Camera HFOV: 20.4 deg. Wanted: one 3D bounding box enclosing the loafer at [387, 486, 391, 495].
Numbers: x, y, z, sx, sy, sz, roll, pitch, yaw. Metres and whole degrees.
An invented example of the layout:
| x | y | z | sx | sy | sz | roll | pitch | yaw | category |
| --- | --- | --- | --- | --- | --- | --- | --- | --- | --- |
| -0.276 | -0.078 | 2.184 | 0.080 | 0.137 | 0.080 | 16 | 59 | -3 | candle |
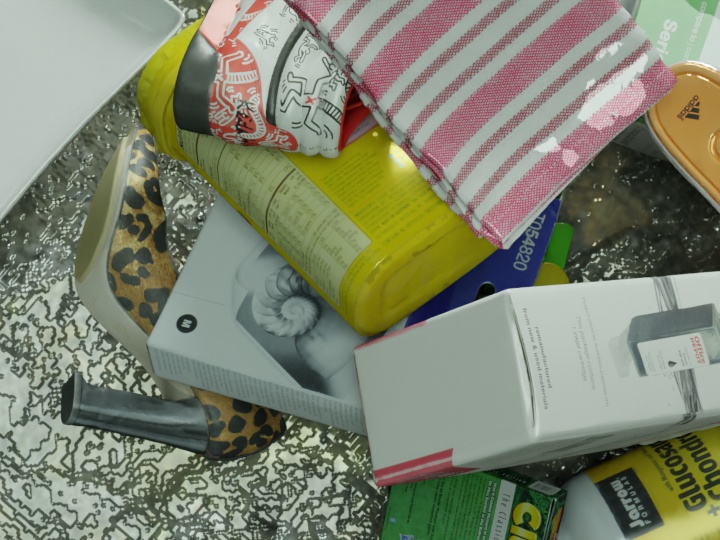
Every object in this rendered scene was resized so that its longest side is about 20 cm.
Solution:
| x | y | z | sx | sy | sz | roll | pitch | yaw | category |
| --- | --- | --- | --- | --- | --- | --- | --- | --- | --- |
| 0.045 | 0.170 | 1.225 | 0.072 | 0.063 | 0.201 | 14 | 101 | 23 | loafer |

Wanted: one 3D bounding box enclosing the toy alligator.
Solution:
| x | y | z | sx | sy | sz | roll | pitch | yaw | category |
| --- | --- | --- | --- | --- | --- | --- | --- | --- | --- |
| 0.101 | 0.008 | 1.244 | 0.054 | 0.059 | 0.201 | 8 | 72 | 0 | toy alligator |

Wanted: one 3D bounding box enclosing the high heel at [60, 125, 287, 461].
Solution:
| x | y | z | sx | sy | sz | roll | pitch | yaw | category |
| --- | --- | --- | --- | --- | --- | --- | --- | --- | --- |
| -0.105 | 0.016 | 1.248 | 0.142 | 0.071 | 0.201 | 14 | 71 | -22 | high heel |

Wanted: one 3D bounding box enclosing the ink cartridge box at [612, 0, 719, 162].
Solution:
| x | y | z | sx | sy | sz | roll | pitch | yaw | category |
| --- | --- | --- | --- | --- | --- | --- | --- | --- | --- |
| 0.245 | -0.103 | 1.217 | 0.199 | 0.145 | 0.088 | 18 | 85 | 0 | ink cartridge box |

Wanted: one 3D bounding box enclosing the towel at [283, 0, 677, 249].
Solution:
| x | y | z | sx | sy | sz | roll | pitch | yaw | category |
| --- | --- | --- | --- | --- | --- | --- | --- | --- | --- |
| 0.064 | -0.129 | 1.068 | 0.146 | 0.030 | 0.200 | -43 | 108 | -8 | towel |

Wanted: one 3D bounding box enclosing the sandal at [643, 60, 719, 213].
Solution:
| x | y | z | sx | sy | sz | roll | pitch | yaw | category |
| --- | --- | --- | --- | --- | --- | --- | --- | --- | --- |
| 0.229 | -0.040 | 1.089 | 0.207 | 0.059 | 0.079 | 41 | 102 | 18 | sandal |

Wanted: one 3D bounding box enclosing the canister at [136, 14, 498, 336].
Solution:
| x | y | z | sx | sy | sz | roll | pitch | yaw | category |
| --- | --- | --- | --- | --- | --- | --- | --- | --- | --- |
| -0.013 | -0.073 | 1.167 | 0.148 | 0.087 | 0.200 | -35 | 62 | -20 | canister |

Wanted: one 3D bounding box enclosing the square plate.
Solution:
| x | y | z | sx | sy | sz | roll | pitch | yaw | category |
| --- | --- | --- | --- | --- | --- | --- | --- | --- | --- |
| -0.226 | -0.123 | 1.223 | 0.198 | 0.028 | 0.200 | -47 | 56 | -5 | square plate |

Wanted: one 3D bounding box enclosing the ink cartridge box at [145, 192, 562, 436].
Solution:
| x | y | z | sx | sy | sz | roll | pitch | yaw | category |
| --- | --- | --- | --- | --- | --- | --- | --- | --- | --- |
| 0.000 | 0.000 | 1.194 | 0.199 | 0.041 | 0.200 | 15 | 59 | 12 | ink cartridge box |

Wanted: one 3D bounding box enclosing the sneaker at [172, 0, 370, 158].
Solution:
| x | y | z | sx | sy | sz | roll | pitch | yaw | category |
| --- | --- | --- | --- | --- | --- | --- | --- | --- | --- |
| -0.025 | -0.152 | 1.130 | 0.108 | 0.067 | 0.202 | 14 | 62 | 8 | sneaker |

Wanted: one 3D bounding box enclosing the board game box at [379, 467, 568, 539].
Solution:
| x | y | z | sx | sy | sz | roll | pitch | yaw | category |
| --- | --- | --- | --- | --- | --- | --- | --- | --- | --- |
| 0.052 | 0.207 | 1.174 | 0.104 | 0.023 | 0.201 | 20 | 106 | 28 | board game box |

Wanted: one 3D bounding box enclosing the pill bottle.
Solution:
| x | y | z | sx | sy | sz | roll | pitch | yaw | category |
| --- | --- | --- | --- | --- | --- | --- | --- | --- | --- |
| 0.187 | 0.159 | 1.206 | 0.199 | 0.112 | 0.112 | -24 | 86 | -5 | pill bottle |

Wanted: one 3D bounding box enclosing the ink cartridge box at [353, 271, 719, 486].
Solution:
| x | y | z | sx | sy | sz | roll | pitch | yaw | category |
| --- | --- | --- | --- | --- | --- | --- | --- | --- | --- |
| 0.119 | 0.058 | 1.105 | 0.199 | 0.145 | 0.085 | -2 | 77 | -37 | ink cartridge box |
